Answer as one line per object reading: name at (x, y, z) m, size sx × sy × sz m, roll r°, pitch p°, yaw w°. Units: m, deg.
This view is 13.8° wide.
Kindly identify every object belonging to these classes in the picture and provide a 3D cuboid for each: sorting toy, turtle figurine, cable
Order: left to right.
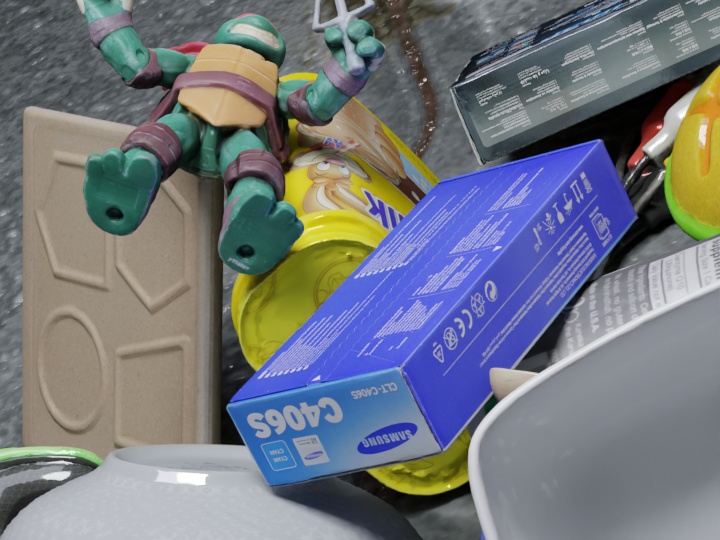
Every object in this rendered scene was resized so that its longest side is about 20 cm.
sorting toy at (-0.118, 0.017, 1.522) m, size 0.036 × 0.186 × 0.200 m, roll -5°, pitch 12°, yaw -34°
turtle figurine at (-0.061, -0.085, 1.384) m, size 0.149 × 0.101 × 0.201 m, roll 2°, pitch 39°, yaw 8°
cable at (0.128, -0.040, 1.490) m, size 0.200 × 0.050 × 0.097 m, roll -38°, pitch 27°, yaw -16°

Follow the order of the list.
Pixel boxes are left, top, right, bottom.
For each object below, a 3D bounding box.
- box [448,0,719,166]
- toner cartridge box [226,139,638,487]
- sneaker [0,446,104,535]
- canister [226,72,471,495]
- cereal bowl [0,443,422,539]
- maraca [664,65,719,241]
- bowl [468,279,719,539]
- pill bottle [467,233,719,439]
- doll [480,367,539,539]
box at (0.148, -0.124, 1.553) m, size 0.199 × 0.046 × 0.159 m, roll -24°, pitch 7°, yaw 9°
toner cartridge box at (0.034, 0.016, 1.263) m, size 0.095 × 0.043 × 0.200 m, roll -15°, pitch 20°, yaw 38°
sneaker at (-0.202, 0.160, 1.473) m, size 0.199 × 0.077 × 0.084 m, roll -34°, pitch 47°, yaw -1°
canister at (0.000, 0.000, 1.443) m, size 0.086 × 0.148 × 0.200 m, roll -41°, pitch 24°, yaw 14°
cereal bowl at (-0.062, 0.121, 1.275) m, size 0.199 × 0.084 × 0.200 m, roll 3°, pitch 4°, yaw 0°
maraca at (0.235, -0.070, 1.384) m, size 0.199 × 0.107 × 0.137 m, roll -24°, pitch 38°, yaw 11°
bowl at (0.155, 0.105, 1.123) m, size 0.199 × 0.201 × 0.075 m, roll -26°, pitch -4°, yaw -2°
pill bottle at (0.152, 0.045, 1.277) m, size 0.199 × 0.113 × 0.113 m, roll -20°, pitch 30°, yaw 15°
doll at (0.063, 0.147, 1.187) m, size 0.048 × 0.136 × 0.201 m, roll 7°, pitch 77°, yaw 34°
